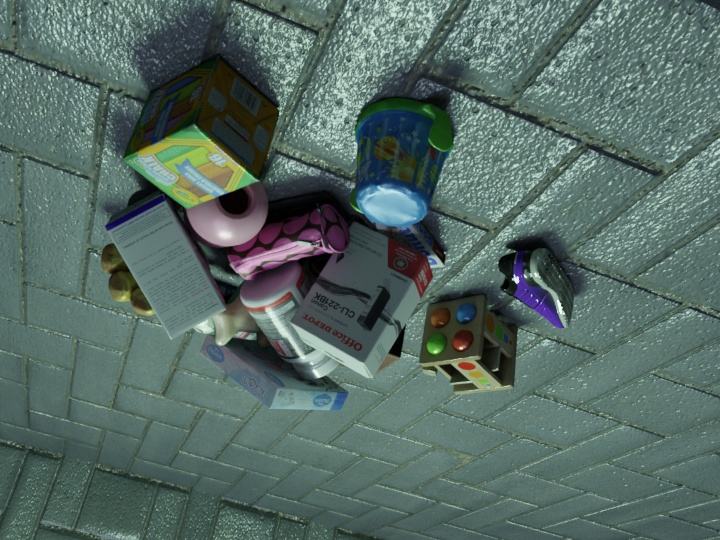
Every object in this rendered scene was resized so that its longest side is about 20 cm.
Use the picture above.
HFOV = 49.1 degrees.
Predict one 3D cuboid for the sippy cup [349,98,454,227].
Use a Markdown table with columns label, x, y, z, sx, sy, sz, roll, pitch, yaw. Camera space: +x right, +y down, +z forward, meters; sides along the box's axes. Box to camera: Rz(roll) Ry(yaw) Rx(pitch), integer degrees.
| label | x | y | z | sx | sy | sz | roll | pitch | yaw |
| --- | --- | --- | --- | --- | --- | --- | --- | --- | --- |
| sippy cup | 0.050 | -0.135 | 1.050 | 0.138 | 0.131 | 0.178 | 6 | 149 | 7 |

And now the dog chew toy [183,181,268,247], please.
| label | x | y | z | sx | sy | sz | roll | pitch | yaw |
| --- | --- | --- | --- | --- | --- | --- | --- | --- | --- |
| dog chew toy | -0.220 | -0.091 | 1.230 | 0.124 | 0.126 | 0.200 | 22 | 163 | -19 |

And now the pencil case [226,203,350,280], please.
| label | x | y | z | sx | sy | sz | roll | pitch | yaw |
| --- | --- | --- | --- | --- | --- | --- | --- | --- | --- |
| pencil case | -0.120 | -0.042 | 1.253 | 0.199 | 0.094 | 0.091 | -18 | 121 | 29 |

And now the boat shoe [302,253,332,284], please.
| label | x | y | z | sx | sy | sz | roll | pitch | yaw |
| --- | --- | --- | --- | --- | --- | --- | --- | --- | --- |
| boat shoe | 0.000 | 0.000 | 1.362 | 0.198 | 0.071 | 0.064 | 8 | 150 | -10 |

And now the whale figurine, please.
| label | x | y | z | sx | sy | sz | roll | pitch | yaw |
| --- | --- | --- | --- | --- | --- | --- | --- | --- | --- |
| whale figurine | -0.195 | 0.062 | 1.419 | 0.103 | 0.199 | 0.161 | 13 | 120 | 45 |

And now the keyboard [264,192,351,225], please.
| label | x | y | z | sx | sy | sz | roll | pitch | yaw |
| --- | --- | --- | --- | --- | --- | --- | --- | --- | --- |
| keyboard | -0.106 | -0.074 | 1.315 | 0.198 | 0.021 | 0.127 | -8 | 144 | 31 |

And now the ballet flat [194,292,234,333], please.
| label | x | y | z | sx | sy | sz | roll | pitch | yaw |
| --- | --- | --- | --- | --- | --- | --- | --- | --- | --- |
| ballet flat | -0.265 | 0.077 | 1.416 | 0.072 | 0.074 | 0.200 | 0 | 180 | 18 |

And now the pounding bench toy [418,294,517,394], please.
| label | x | y | z | sx | sy | sz | roll | pitch | yaw |
| --- | --- | --- | --- | --- | --- | --- | --- | --- | --- |
| pounding bench toy | 0.169 | 0.143 | 1.482 | 0.199 | 0.125 | 0.156 | -13 | 142 | 36 |

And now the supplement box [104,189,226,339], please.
| label | x | y | z | sx | sy | sz | roll | pitch | yaw |
| --- | --- | --- | --- | --- | --- | --- | --- | --- | --- |
| supplement box | -0.298 | -0.012 | 1.222 | 0.201 | 0.103 | 0.101 | 62 | 174 | -16 |

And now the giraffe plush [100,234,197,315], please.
| label | x | y | z | sx | sy | sz | roll | pitch | yaw |
| --- | --- | --- | --- | --- | --- | --- | --- | --- | --- |
| giraffe plush | -0.348 | 0.006 | 1.433 | 0.198 | 0.174 | 0.162 | -24 | 161 | -8 |

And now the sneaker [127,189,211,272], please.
| label | x | y | z | sx | sy | sz | roll | pitch | yaw |
| --- | --- | --- | --- | --- | --- | --- | --- | --- | --- |
| sneaker | -0.307 | -0.052 | 1.311 | 0.074 | 0.087 | 0.201 | -28 | 106 | 1 |

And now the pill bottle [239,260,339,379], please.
| label | x | y | z | sx | sy | sz | roll | pitch | yaw |
| --- | --- | --- | --- | --- | --- | --- | --- | --- | --- |
| pill bottle | -0.112 | 0.085 | 1.350 | 0.115 | 0.116 | 0.201 | -8 | 127 | 30 |

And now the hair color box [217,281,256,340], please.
| label | x | y | z | sx | sy | sz | roll | pitch | yaw |
| --- | --- | --- | --- | --- | --- | --- | --- | --- | --- |
| hair color box | -0.284 | 0.074 | 1.582 | 0.198 | 0.061 | 0.100 | 22 | 148 | -17 |

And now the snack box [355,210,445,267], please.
| label | x | y | z | sx | sy | sz | roll | pitch | yaw |
| --- | --- | --- | --- | --- | --- | --- | --- | --- | --- |
| snack box | 0.064 | -0.064 | 1.268 | 0.071 | 0.025 | 0.200 | -8 | 145 | 31 |

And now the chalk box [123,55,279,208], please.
| label | x | y | z | sx | sy | sz | roll | pitch | yaw |
| --- | --- | --- | --- | --- | --- | --- | --- | --- | --- |
| chalk box | -0.231 | -0.177 | 1.079 | 0.199 | 0.125 | 0.125 | -16 | 140 | 38 |

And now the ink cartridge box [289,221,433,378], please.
| label | x | y | z | sx | sy | sz | roll | pitch | yaw |
| --- | --- | --- | --- | --- | --- | --- | --- | --- | --- |
| ink cartridge box | 0.003 | 0.046 | 1.254 | 0.143 | 0.201 | 0.084 | 26 | 165 | 22 |

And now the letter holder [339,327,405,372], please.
| label | x | y | z | sx | sy | sz | roll | pitch | yaw |
| --- | --- | --- | --- | --- | --- | --- | --- | --- | --- |
| letter holder | -0.030 | 0.116 | 1.532 | 0.198 | 0.101 | 0.142 | 20 | 151 | -14 |

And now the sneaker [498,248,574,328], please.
| label | x | y | z | sx | sy | sz | roll | pitch | yaw |
| --- | --- | --- | --- | --- | --- | --- | --- | --- | --- |
| sneaker | 0.289 | 0.028 | 1.317 | 0.099 | 0.070 | 0.200 | -2 | 144 | 35 |

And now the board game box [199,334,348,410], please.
| label | x | y | z | sx | sy | sz | roll | pitch | yaw |
| --- | --- | --- | --- | --- | --- | --- | --- | --- | --- |
| board game box | -0.154 | 0.184 | 1.419 | 0.199 | 0.044 | 0.198 | 30 | -172 | 36 |
